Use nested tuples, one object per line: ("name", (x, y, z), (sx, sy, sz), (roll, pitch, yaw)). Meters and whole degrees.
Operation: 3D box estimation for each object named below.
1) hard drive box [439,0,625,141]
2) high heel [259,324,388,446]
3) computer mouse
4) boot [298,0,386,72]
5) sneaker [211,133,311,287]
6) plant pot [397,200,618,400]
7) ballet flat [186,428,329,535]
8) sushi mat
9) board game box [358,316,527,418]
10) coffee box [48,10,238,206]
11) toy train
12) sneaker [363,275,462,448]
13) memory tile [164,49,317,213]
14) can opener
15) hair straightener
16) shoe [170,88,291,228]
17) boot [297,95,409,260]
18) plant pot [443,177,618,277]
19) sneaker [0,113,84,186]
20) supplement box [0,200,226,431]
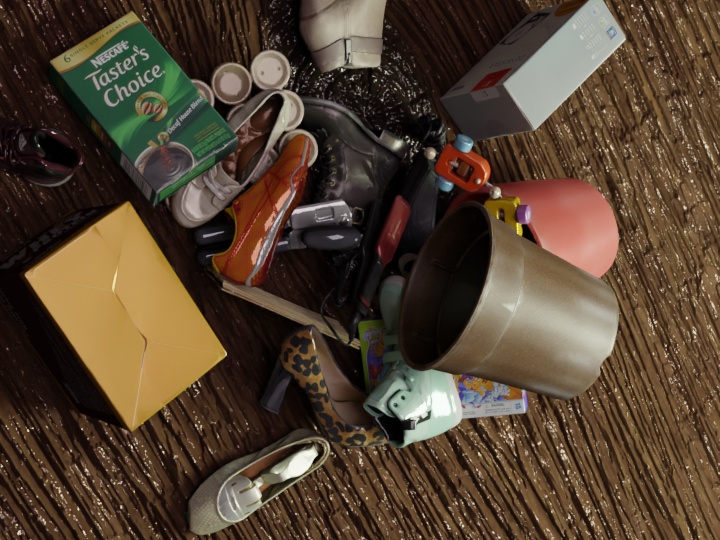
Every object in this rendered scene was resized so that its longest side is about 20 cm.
("hard drive box", (0.226, -0.265, 1.711), (0.200, 0.155, 0.077), (-45, 109, -22))
("high heel", (-0.012, 0.140, 1.564), (0.198, 0.143, 0.072), (17, 40, -10))
("computer mouse", (0.067, -0.098, 1.656), (0.052, 0.139, 0.202), (3, 101, -7))
("boot", (0.006, -0.332, 1.647), (0.199, 0.070, 0.148), (-15, 103, -27))
("sneaker", (-0.112, -0.080, 1.508), (0.077, 0.073, 0.201), (23, 68, 5))
("plant pot", (0.176, 0.050, 1.497), (0.197, 0.200, 0.202), (22, 79, -21))
("ballet flat", (-0.122, 0.251, 1.566), (0.199, 0.062, 0.068), (-34, 105, -25))
("sushi mat", (-0.094, 0.043, 1.567), (0.199, 0.096, 0.012), (25, 94, -26))
("board game box", (0.103, 0.118, 1.636), (0.198, 0.045, 0.136), (-7, 93, 12))
("coffee box", (-0.247, -0.185, 1.469), (0.123, 0.044, 0.200), (-36, 80, -22))
("toy train", (0.129, -0.064, 1.593), (0.056, 0.149, 0.201), (-44, 158, -59))
("sneaker", (0.046, 0.112, 1.557), (0.118, 0.073, 0.202), (-21, 92, -42))
("memory tile", (-0.160, -0.165, 1.548), (0.199, 0.017, 0.155), (-23, 100, -10))
("can opener", (-0.100, -0.045, 1.557), (0.198, 0.066, 0.053), (-9, 106, -9))
("hair straightener", (0.000, 0.000, 1.581), (0.041, 0.076, 0.202), (40, 58, -43))
("shoe", (-0.152, -0.134, 1.517), (0.070, 0.053, 0.201), (39, 86, -14))
("boot", (-0.039, -0.111, 1.616), (0.199, 0.069, 0.175), (24, 86, -19))
("plant pot", (0.229, -0.032, 1.703), (0.176, 0.200, 0.202), (-21, 99, -37))
("sneaker", (-0.388, -0.145, 1.393), (0.198, 0.115, 0.076), (12, 84, -28))
("supplement box", (-0.281, 0.046, 1.402), (0.133, 0.200, 0.198), (-38, 107, -23))
